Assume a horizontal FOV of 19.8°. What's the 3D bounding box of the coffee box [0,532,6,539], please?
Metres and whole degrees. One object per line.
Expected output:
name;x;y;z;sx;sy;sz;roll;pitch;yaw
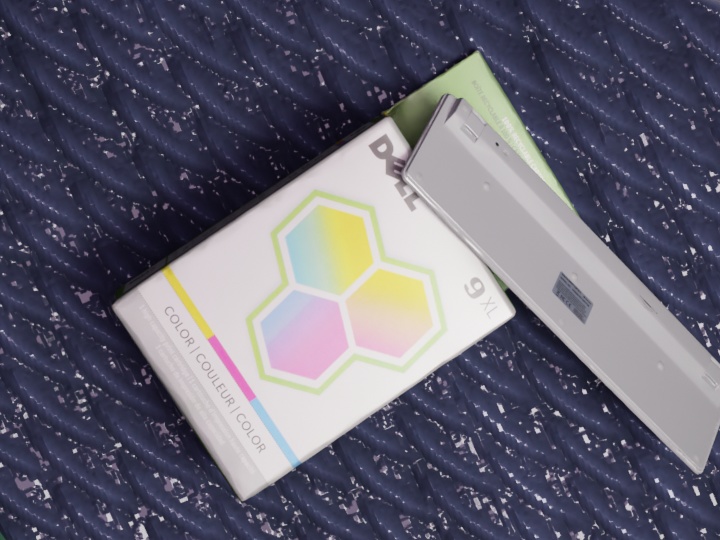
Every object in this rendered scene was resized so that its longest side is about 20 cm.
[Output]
coffee box;-0.158;0.225;0.895;0.123;0.044;0.201;-39;101;-38

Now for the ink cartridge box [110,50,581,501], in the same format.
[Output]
ink cartridge box;0.000;0.000;0.909;0.199;0.059;0.104;-34;97;-2

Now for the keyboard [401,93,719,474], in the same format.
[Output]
keyboard;0.095;0.007;0.914;0.200;0.011;0.056;44;54;-18
